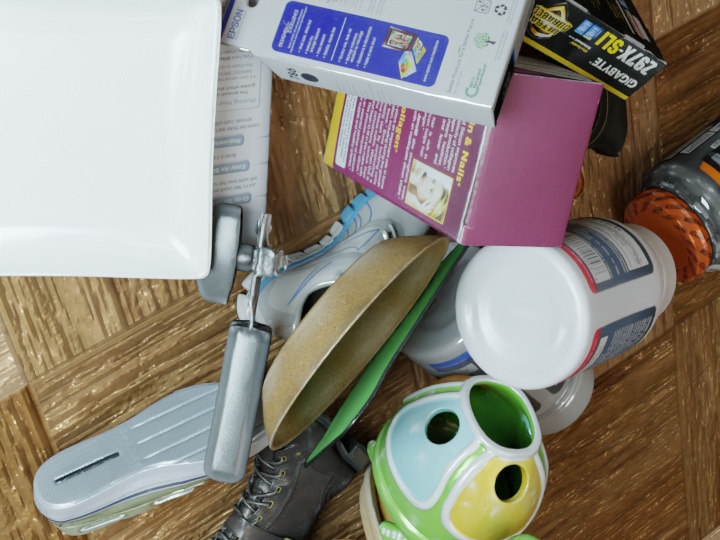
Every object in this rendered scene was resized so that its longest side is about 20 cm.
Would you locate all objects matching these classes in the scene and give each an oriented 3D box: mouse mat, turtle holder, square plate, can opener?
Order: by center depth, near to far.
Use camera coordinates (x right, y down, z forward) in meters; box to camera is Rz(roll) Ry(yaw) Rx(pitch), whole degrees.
[{"bbox_3d":[-0.196,-0.091,0.911,0.199,0.028,0.199,1,113,-10],"label":"square plate"},{"bbox_3d":[-0.093,0.052,0.998,0.066,0.053,0.201,6,94,-1],"label":"can opener"},{"bbox_3d":[0.023,0.062,1.064,0.008,0.161,0.200,34,67,-2],"label":"mouse mat"},{"bbox_3d":[0.086,0.169,1.114,0.140,0.186,0.132,23,131,-11],"label":"turtle holder"}]

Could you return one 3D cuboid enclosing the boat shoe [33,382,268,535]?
[{"bbox_3d":[-0.155,0.145,1.062,0.199,0.072,0.062,-19,147,-9],"label":"boat shoe"}]

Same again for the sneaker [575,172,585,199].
[{"bbox_3d":[0.156,-0.055,1.185,0.200,0.112,0.078,30,66,-44],"label":"sneaker"}]

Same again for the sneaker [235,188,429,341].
[{"bbox_3d":[0.000,0.000,1.115,0.200,0.087,0.075,-39,128,-20],"label":"sneaker"}]

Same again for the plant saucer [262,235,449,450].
[{"bbox_3d":[-0.011,0.043,0.996,0.200,0.035,0.200,-48,170,-12],"label":"plant saucer"}]

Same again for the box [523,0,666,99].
[{"bbox_3d":[0.136,-0.239,1.040,0.049,0.201,0.159,-40,141,28],"label":"box"}]

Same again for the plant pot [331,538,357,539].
[{"bbox_3d":[-0.025,0.364,1.157,0.199,0.184,0.201,-22,143,-18],"label":"plant pot"}]

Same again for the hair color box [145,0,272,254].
[{"bbox_3d":[-0.120,-0.112,0.983,0.099,0.061,0.201,-12,116,-34],"label":"hair color box"}]

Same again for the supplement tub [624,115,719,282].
[{"bbox_3d":[0.362,-0.082,1.341,0.200,0.122,0.123,-36,129,-20],"label":"supplement tub"}]

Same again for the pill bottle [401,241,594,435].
[{"bbox_3d":[0.123,0.068,1.226,0.200,0.114,0.114,38,85,-43],"label":"pill bottle"}]

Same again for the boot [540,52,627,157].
[{"bbox_3d":[0.205,-0.202,1.210,0.138,0.077,0.201,9,90,-64],"label":"boot"}]

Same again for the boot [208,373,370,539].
[{"bbox_3d":[-0.083,0.191,1.148,0.174,0.069,0.200,-53,135,-7],"label":"boot"}]

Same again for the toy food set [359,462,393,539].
[{"bbox_3d":[0.063,0.255,1.217,0.048,0.201,0.198,-29,147,14],"label":"toy food set"}]

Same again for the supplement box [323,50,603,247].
[{"bbox_3d":[0.072,-0.112,1.039,0.103,0.200,0.132,2,111,-34],"label":"supplement box"}]

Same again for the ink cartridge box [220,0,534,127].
[{"bbox_3d":[0.010,-0.168,0.925,0.039,0.199,0.100,63,45,-71],"label":"ink cartridge box"}]

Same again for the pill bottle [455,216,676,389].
[{"bbox_3d":[0.177,0.019,1.114,0.200,0.119,0.120,-14,120,-53],"label":"pill bottle"}]
